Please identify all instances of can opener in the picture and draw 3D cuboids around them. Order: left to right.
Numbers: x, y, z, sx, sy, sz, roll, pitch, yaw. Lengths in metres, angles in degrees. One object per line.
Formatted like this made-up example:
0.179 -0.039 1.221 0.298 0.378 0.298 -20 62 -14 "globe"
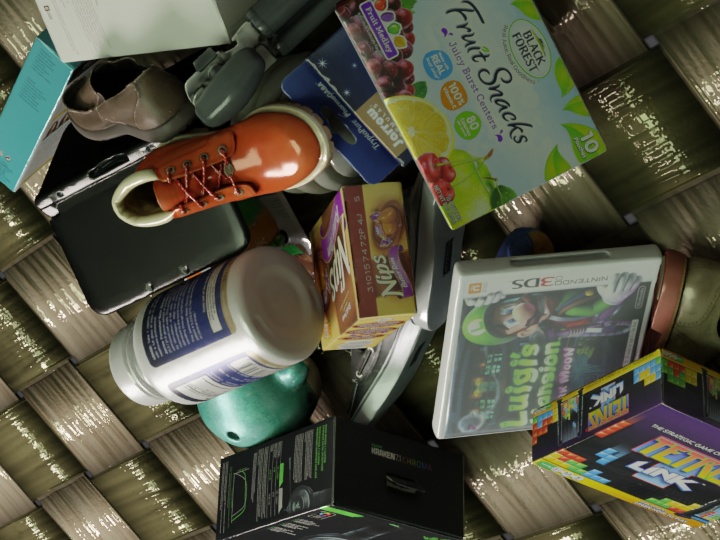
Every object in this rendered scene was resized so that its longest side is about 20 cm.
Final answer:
-0.061 -0.196 1.564 0.053 0.200 0.067 42 -173 -49 "can opener"

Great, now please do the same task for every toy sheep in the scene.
-0.044 -0.129 1.642 0.200 0.138 0.138 22 136 42 "toy sheep"

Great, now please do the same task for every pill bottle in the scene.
-0.138 0.059 1.736 0.200 0.111 0.111 -24 108 39 "pill bottle"

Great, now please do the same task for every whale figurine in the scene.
-0.125 0.103 1.875 0.159 0.104 0.200 3 145 31 "whale figurine"

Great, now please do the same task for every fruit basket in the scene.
-0.128 -0.025 1.813 0.185 0.094 0.200 -3 125 37 "fruit basket"

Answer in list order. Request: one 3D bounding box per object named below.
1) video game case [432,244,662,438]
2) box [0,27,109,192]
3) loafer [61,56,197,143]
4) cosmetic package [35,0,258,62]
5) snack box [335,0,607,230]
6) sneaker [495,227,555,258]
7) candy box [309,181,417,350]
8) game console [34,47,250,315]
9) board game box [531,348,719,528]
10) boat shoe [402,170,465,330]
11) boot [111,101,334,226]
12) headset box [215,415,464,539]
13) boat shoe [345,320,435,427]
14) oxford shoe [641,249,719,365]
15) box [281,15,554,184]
0.161 0.065 1.653 0.182 0.023 0.200 -5 132 -11 "video game case"
-0.302 -0.167 1.826 0.049 0.082 0.200 40 136 2 "box"
-0.211 -0.163 1.675 0.200 0.073 0.071 8 139 54 "loafer"
-0.177 -0.248 1.655 0.200 0.108 0.085 1 122 36 "cosmetic package"
0.088 -0.154 1.494 0.142 0.053 0.200 -28 103 5 "snack box"
0.117 0.036 1.703 0.088 0.075 0.200 40 135 35 "sneaker"
0.000 0.000 1.667 0.200 0.056 0.117 132 132 -77 "candy box"
-0.191 -0.083 1.749 0.200 0.176 0.116 -24 125 31 "game console"
0.276 0.150 1.631 0.200 0.057 0.165 23 146 -28 "board game box"
0.053 -0.042 1.673 0.065 0.074 0.200 22 118 27 "boat shoe"
-0.116 -0.080 1.571 0.200 0.107 0.075 -12 108 38 "boot"
-0.015 0.226 1.877 0.174 0.093 0.200 21 149 -37 "headset box"
0.020 0.076 1.810 0.066 0.070 0.200 37 136 13 "boat shoe"
0.282 0.068 1.621 0.075 0.070 0.200 9 139 6 "oxford shoe"
0.044 -0.173 1.535 0.200 0.032 0.121 -42 97 10 "box"
